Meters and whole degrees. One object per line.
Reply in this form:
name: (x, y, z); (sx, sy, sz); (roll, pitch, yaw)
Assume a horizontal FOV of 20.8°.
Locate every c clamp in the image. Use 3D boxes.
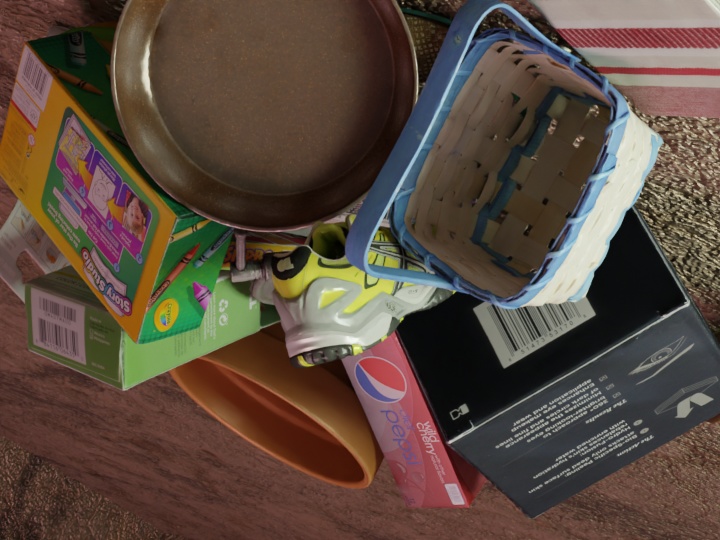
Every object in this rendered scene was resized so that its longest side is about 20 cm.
c clamp: (0.000, 0.000, 1.405); (0.200, 0.027, 0.171); (-4, 163, -12)

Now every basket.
basket: (0.083, -0.062, 1.208); (0.139, 0.176, 0.200); (32, -173, 31)

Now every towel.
towel: (0.162, -0.148, 1.131); (0.144, 0.023, 0.200); (7, 156, 49)

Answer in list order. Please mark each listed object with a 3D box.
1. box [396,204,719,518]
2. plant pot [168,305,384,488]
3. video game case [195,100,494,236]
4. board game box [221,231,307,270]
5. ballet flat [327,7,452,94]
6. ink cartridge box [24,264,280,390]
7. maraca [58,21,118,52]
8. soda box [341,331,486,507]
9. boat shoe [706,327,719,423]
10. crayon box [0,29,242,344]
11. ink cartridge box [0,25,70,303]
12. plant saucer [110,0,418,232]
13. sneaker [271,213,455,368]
box: (0.158, 0.066, 1.455); (0.200, 0.197, 0.117); (46, -164, -57)
plant pot: (-0.042, 0.071, 1.643); (0.200, 0.140, 0.200); (29, 162, 11)
video game case: (-0.017, -0.066, 1.384); (0.200, 0.036, 0.181); (10, 160, -1)
board game box: (-0.121, -0.034, 1.499); (0.096, 0.030, 0.200); (3, -170, -37)
ballet flat: (-0.021, -0.143, 1.309); (0.200, 0.065, 0.071); (11, 155, 31)
ink cartridge box: (-0.143, 0.019, 1.472); (0.104, 0.059, 0.200); (18, -153, 36)
maraca: (-0.149, -0.121, 1.473); (0.200, 0.107, 0.137); (18, 146, 16)
soda box: (0.042, 0.091, 1.560); (0.063, 0.070, 0.200); (-4, 121, 35)
boat shoe: (0.311, 0.067, 1.565); (0.073, 0.063, 0.200); (50, 159, 0)
crayon box: (-0.173, -0.060, 1.370); (0.200, 0.058, 0.119); (48, 135, 29)
ink cartridge box: (-0.251, -0.075, 1.596); (0.047, 0.200, 0.160); (20, 164, 17)
plant saucer: (-0.060, -0.125, 1.261); (0.200, 0.200, 0.034); (22, -162, 2)
sneaker: (0.008, -0.005, 1.263); (0.075, 0.076, 0.200); (-14, -169, 27)
